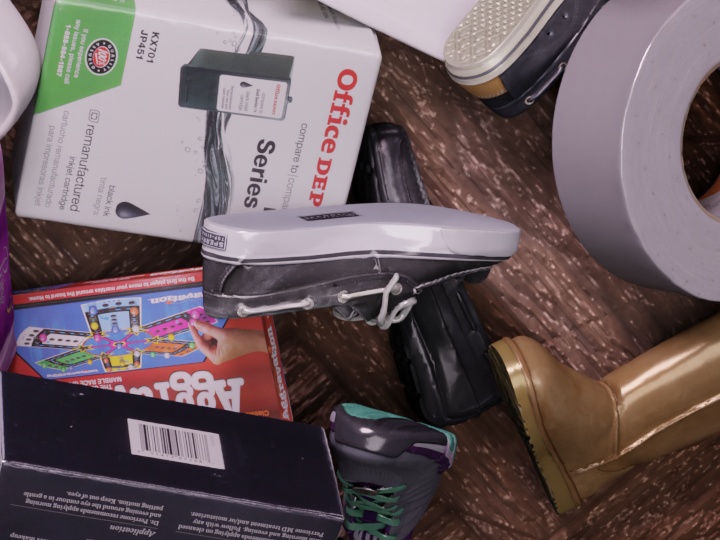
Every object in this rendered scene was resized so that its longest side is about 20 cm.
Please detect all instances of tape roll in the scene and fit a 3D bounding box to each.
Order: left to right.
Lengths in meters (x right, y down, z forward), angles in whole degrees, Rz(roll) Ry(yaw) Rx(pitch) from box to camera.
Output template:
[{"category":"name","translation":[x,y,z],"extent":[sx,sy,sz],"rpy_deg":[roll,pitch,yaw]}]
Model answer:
[{"category":"tape roll","translation":[0.213,-0.083,1.690],"extent":[0.200,0.066,0.201],"rpy_deg":[-8,103,-35]}]

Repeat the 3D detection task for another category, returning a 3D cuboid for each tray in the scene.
[{"category":"tray","translation":[0.021,-0.195,1.669],"extent":[0.200,0.022,0.108],"rpy_deg":[22,81,-40]}]

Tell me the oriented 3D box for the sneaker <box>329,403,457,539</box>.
[{"category":"sneaker","translation":[0.018,0.132,1.670],"extent":[0.074,0.200,0.088],"rpy_deg":[15,86,12]}]

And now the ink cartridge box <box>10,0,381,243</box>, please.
[{"category":"ink cartridge box","translation":[-0.099,-0.096,1.661],"extent":[0.200,0.083,0.147],"rpy_deg":[8,114,-13]}]

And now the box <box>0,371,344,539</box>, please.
[{"category":"box","translation":[-0.132,0.174,1.591],"extent":[0.200,0.104,0.182],"rpy_deg":[11,115,-14]}]

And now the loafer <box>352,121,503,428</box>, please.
[{"category":"loafer","translation":[0.045,-0.001,1.727],"extent":[0.070,0.068,0.201],"rpy_deg":[-19,105,-12]}]

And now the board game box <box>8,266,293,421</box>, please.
[{"category":"board game box","translation":[-0.144,0.055,1.688],"extent":[0.200,0.019,0.103],"rpy_deg":[-7,101,22]}]

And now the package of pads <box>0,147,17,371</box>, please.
[{"category":"package of pads","translation":[-0.250,0.014,1.598],"extent":[0.076,0.121,0.200],"rpy_deg":[13,140,8]}]

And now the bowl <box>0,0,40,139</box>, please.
[{"category":"bowl","translation":[-0.285,-0.148,1.623],"extent":[0.200,0.075,0.200],"rpy_deg":[-28,104,44]}]

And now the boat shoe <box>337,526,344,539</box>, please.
[{"category":"boat shoe","translation":[-0.093,0.110,1.725],"extent":[0.093,0.075,0.200],"rpy_deg":[-26,90,14]}]

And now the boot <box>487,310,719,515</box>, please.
[{"category":"boot","translation":[0.188,0.057,1.724],"extent":[0.200,0.175,0.066],"rpy_deg":[-27,56,0]}]

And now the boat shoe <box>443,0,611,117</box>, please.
[{"category":"boat shoe","translation":[0.132,-0.174,1.703],"extent":[0.200,0.075,0.062],"rpy_deg":[-48,126,-15]}]

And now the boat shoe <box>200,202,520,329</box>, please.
[{"category":"boat shoe","translation":[0.001,0.001,1.633],"extent":[0.199,0.074,0.068],"rpy_deg":[-4,105,-28]}]
